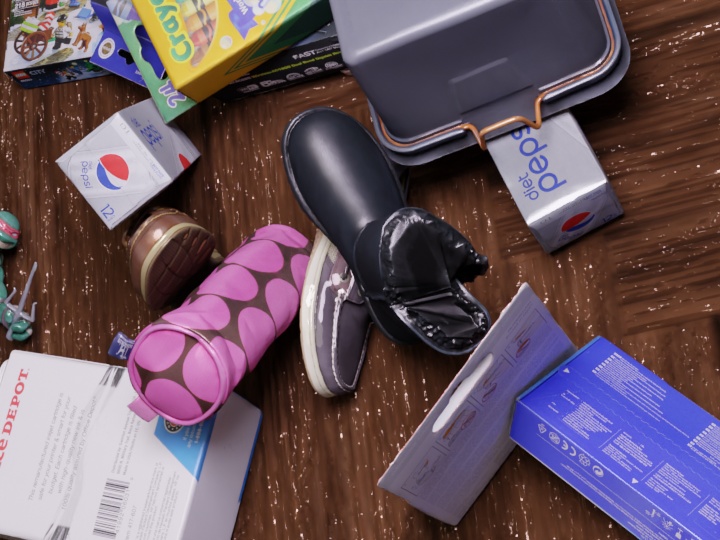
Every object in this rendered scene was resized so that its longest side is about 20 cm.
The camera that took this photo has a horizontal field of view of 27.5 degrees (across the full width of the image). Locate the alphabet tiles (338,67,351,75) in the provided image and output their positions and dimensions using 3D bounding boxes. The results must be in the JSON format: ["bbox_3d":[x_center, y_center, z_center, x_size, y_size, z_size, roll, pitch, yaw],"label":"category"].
[{"bbox_3d":[-0.007,-0.267,1.272,0.195,0.015,0.200,-31,62,17],"label":"alphabet tiles"}]

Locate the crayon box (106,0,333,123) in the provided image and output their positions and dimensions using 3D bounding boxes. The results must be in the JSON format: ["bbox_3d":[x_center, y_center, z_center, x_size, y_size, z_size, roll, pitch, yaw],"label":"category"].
[{"bbox_3d":[-0.109,-0.225,1.180,0.200,0.052,0.126,-31,75,11],"label":"crayon box"}]

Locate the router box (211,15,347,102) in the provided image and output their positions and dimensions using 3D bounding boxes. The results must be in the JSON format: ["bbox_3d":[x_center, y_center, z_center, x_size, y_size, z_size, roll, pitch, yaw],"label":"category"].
[{"bbox_3d":[-0.070,-0.257,1.257,0.150,0.062,0.201,-12,69,24],"label":"router box"}]

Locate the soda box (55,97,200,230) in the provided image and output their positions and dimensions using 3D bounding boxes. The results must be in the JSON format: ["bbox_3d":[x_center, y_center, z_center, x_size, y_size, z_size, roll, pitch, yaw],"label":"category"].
[{"bbox_3d":[-0.181,-0.090,1.181,0.063,0.200,0.068,-38,98,6],"label":"soda box"}]

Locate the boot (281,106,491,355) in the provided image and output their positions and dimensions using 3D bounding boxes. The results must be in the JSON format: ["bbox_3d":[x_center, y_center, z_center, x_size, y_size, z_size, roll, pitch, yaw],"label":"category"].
[{"bbox_3d":[0.019,-0.034,1.032,0.076,0.168,0.200,-27,92,-11],"label":"boot"}]

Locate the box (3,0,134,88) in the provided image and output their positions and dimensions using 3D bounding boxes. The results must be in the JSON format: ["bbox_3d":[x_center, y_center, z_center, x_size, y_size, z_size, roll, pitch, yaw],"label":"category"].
[{"bbox_3d":[-0.226,-0.249,1.347,0.199,0.038,0.137,-7,69,20],"label":"box"}]

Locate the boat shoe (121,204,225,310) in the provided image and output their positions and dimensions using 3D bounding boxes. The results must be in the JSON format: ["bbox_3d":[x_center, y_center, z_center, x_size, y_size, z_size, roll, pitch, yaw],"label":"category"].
[{"bbox_3d":[-0.154,-0.014,1.135,0.068,0.200,0.072,41,86,5],"label":"boat shoe"}]

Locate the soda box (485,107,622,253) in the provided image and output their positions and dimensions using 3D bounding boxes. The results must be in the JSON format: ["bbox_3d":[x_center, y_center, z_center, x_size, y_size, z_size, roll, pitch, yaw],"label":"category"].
[{"bbox_3d":[0.124,-0.118,1.130,0.068,0.063,0.200,-29,63,10],"label":"soda box"}]

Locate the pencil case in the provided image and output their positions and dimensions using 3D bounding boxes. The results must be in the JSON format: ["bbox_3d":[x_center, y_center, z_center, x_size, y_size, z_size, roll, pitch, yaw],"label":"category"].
[{"bbox_3d":[-0.101,0.039,1.111,0.091,0.200,0.094,38,122,5],"label":"pencil case"}]

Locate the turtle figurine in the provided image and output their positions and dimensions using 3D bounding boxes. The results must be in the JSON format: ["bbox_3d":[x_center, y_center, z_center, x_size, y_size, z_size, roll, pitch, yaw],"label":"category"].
[{"bbox_3d":[-0.348,0.011,1.272,0.150,0.101,0.200,40,91,-12],"label":"turtle figurine"}]

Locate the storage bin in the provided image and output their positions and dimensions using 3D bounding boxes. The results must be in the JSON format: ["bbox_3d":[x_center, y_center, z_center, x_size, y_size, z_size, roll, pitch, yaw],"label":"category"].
[{"bbox_3d":[0.075,-0.171,1.049,0.200,0.134,0.146,-20,65,17],"label":"storage bin"}]

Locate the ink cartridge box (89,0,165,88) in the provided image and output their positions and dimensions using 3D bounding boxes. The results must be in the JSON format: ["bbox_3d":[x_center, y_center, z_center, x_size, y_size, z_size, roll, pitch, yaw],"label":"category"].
[{"bbox_3d":[-0.170,-0.261,1.262,0.095,0.037,0.200,27,93,37],"label":"ink cartridge box"}]

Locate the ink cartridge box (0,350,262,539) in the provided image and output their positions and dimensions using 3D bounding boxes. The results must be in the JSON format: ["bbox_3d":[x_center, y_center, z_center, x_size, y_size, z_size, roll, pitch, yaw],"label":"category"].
[{"bbox_3d":[-0.196,0.154,1.160,0.200,0.084,0.146,7,74,25],"label":"ink cartridge box"}]

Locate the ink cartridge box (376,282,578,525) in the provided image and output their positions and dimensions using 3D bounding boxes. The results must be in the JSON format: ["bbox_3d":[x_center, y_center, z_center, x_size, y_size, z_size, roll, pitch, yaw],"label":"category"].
[{"bbox_3d":[0.072,0.089,1.007,0.050,0.200,0.162,36,87,27],"label":"ink cartridge box"}]

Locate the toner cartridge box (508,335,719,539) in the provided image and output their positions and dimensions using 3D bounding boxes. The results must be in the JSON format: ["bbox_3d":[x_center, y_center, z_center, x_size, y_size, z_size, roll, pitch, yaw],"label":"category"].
[{"bbox_3d":[0.207,0.134,0.999,0.095,0.043,0.200,-31,55,-33],"label":"toner cartridge box"}]

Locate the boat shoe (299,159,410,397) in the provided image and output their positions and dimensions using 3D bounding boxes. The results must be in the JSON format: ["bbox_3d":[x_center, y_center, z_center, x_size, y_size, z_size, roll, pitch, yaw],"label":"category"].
[{"bbox_3d":[0.000,0.000,1.144,0.065,0.072,0.201,0,68,23],"label":"boat shoe"}]
